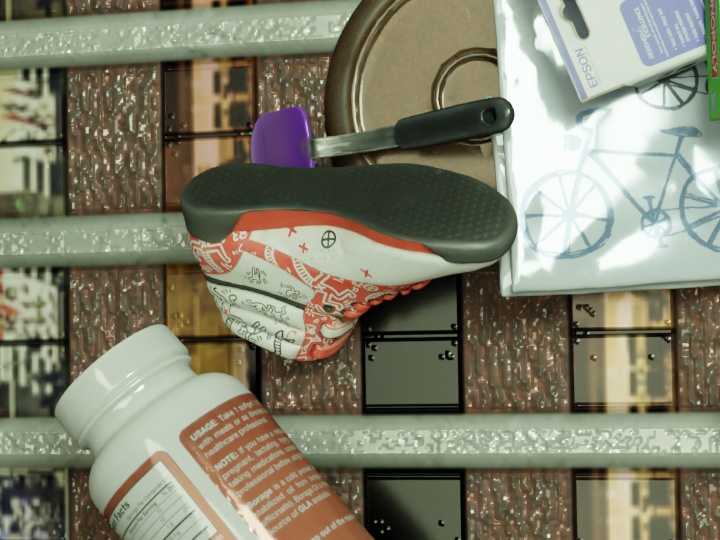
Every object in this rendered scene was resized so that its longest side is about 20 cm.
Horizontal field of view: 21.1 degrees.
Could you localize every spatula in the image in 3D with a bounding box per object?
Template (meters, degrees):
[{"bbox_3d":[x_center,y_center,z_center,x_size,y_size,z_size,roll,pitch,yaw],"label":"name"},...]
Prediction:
[{"bbox_3d":[0.007,-0.075,1.101,0.200,0.021,0.057,-9,88,38],"label":"spatula"}]

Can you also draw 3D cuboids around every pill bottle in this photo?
[{"bbox_3d":[-0.083,0.133,1.112,0.112,0.112,0.200,-42,78,10],"label":"pill bottle"}]

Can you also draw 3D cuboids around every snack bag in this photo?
[{"bbox_3d":[0.163,-0.088,1.075,0.188,0.021,0.200,-4,85,-4],"label":"snack bag"}]

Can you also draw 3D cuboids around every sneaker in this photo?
[{"bbox_3d":[0.000,-0.001,1.096,0.201,0.067,0.108,5,131,22],"label":"sneaker"}]

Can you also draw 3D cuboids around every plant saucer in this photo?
[{"bbox_3d":[0.071,-0.099,1.120,0.200,0.034,0.200,0,89,15],"label":"plant saucer"}]

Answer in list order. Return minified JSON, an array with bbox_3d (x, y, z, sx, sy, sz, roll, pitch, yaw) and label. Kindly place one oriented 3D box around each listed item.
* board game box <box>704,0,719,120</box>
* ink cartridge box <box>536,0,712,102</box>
[{"bbox_3d":[0.283,-0.151,1.029,0.200,0.029,0.135,-3,89,-7],"label":"board game box"},{"bbox_3d":[0.188,-0.168,1.055,0.200,0.039,0.100,-21,87,-7],"label":"ink cartridge box"}]
